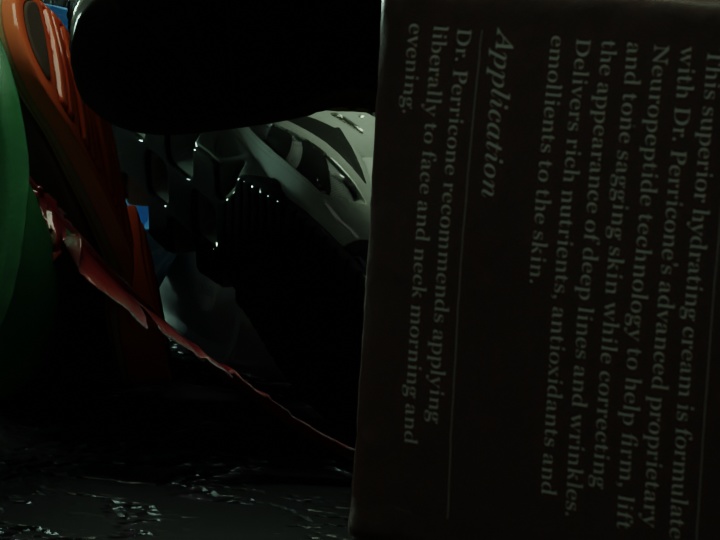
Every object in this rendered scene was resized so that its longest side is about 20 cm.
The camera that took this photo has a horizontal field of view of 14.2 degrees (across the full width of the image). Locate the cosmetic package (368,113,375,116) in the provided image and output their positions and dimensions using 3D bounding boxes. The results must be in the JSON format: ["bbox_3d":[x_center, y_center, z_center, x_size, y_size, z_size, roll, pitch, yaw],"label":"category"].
[{"bbox_3d":[0.030,-0.084,1.163,0.071,0.106,0.200,11,12,30],"label":"cosmetic package"}]

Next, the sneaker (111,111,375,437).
[{"bbox_3d":[-0.005,-0.016,1.001,0.088,0.074,0.200,-16,41,-27],"label":"sneaker"}]

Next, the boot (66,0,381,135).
[{"bbox_3d":[-0.009,-0.099,0.963,0.199,0.073,0.151,-7,25,-13],"label":"boot"}]

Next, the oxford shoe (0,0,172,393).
[{"bbox_3d":[-0.113,-0.016,0.984,0.072,0.200,0.071,-12,53,-1],"label":"oxford shoe"}]

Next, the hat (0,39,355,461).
[{"bbox_3d":[-0.116,0.004,0.934,0.165,0.200,0.176,-33,-25,25],"label":"hat"}]

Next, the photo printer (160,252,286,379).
[{"bbox_3d":[0.000,0.000,1.167,0.166,0.070,0.200,1,9,-19],"label":"photo printer"}]

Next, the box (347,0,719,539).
[{"bbox_3d":[0.124,0.006,0.818,0.200,0.166,0.164,10,8,37],"label":"box"}]

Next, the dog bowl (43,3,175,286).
[{"bbox_3d":[-0.124,-0.044,1.146,0.111,0.050,0.200,9,26,-15],"label":"dog bowl"}]
